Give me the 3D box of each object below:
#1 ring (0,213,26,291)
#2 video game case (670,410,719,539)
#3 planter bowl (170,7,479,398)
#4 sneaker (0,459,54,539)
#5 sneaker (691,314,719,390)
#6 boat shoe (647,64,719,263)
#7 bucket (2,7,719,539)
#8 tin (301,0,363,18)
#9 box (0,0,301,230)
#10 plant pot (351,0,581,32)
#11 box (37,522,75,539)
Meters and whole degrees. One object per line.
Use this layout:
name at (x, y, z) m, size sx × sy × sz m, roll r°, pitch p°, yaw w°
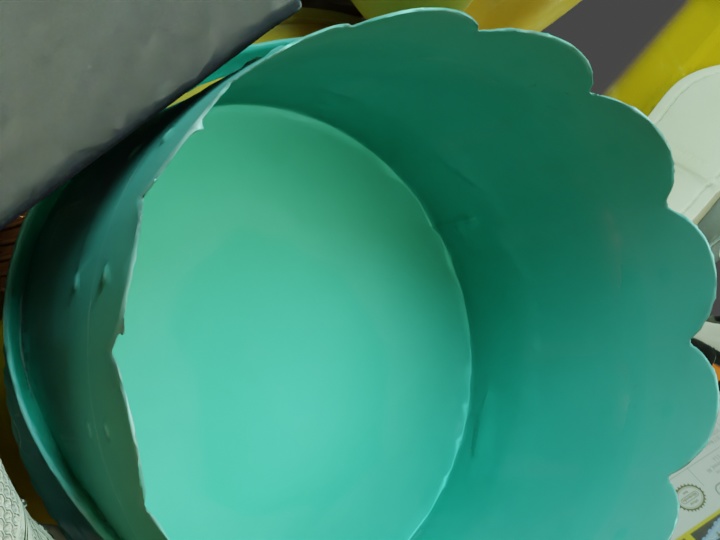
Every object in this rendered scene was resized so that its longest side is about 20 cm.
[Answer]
ring at (-0.139, -0.091, 0.826) m, size 0.199 × 0.019 × 0.202 m, roll -1°, pitch 93°, yaw -30°
video game case at (0.116, 0.132, 0.887) m, size 0.200 × 0.023 × 0.182 m, roll -26°, pitch 63°, yaw -41°
planter bowl at (0.000, 0.000, 0.847) m, size 0.199 × 0.083 × 0.202 m, roll 0°, pitch 89°, yaw -29°
sneaker at (-0.111, 0.101, 0.683) m, size 0.082 × 0.078 × 0.201 m, roll -29°, pitch 114°, yaw -42°
sneaker at (0.139, 0.068, 1.036) m, size 0.199 × 0.070 × 0.091 m, roll 10°, pitch 78°, yaw -41°
boat shoe at (0.156, -0.039, 1.079) m, size 0.200 × 0.073 × 0.062 m, roll -32°, pitch 150°, yaw -44°
bucket at (-0.008, 0.024, 0.716) m, size 0.206 × 0.135 × 0.209 m, roll 2°, pitch 85°, yaw -28°
tin at (-0.040, -0.188, 0.904) m, size 0.112 × 0.042 × 0.200 m, roll -41°, pitch 101°, yaw -30°
box at (-0.157, -0.067, 0.689) m, size 0.198 × 0.200 × 0.124 m, roll -40°, pitch 110°, yaw -22°
plant pot at (0.038, -0.201, 0.832) m, size 0.200 × 0.201 × 0.189 m, roll -36°, pitch 82°, yaw -36°
box at (-0.177, 0.123, 0.739) m, size 0.199 × 0.112 × 0.102 m, roll 15°, pitch 77°, yaw -40°
